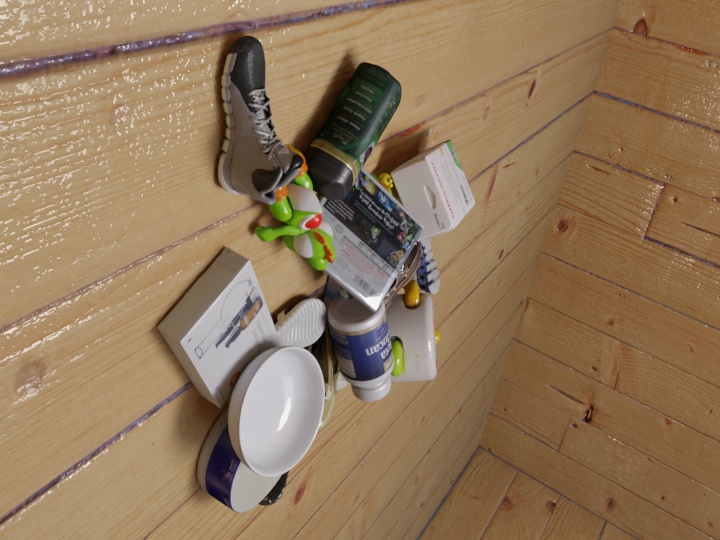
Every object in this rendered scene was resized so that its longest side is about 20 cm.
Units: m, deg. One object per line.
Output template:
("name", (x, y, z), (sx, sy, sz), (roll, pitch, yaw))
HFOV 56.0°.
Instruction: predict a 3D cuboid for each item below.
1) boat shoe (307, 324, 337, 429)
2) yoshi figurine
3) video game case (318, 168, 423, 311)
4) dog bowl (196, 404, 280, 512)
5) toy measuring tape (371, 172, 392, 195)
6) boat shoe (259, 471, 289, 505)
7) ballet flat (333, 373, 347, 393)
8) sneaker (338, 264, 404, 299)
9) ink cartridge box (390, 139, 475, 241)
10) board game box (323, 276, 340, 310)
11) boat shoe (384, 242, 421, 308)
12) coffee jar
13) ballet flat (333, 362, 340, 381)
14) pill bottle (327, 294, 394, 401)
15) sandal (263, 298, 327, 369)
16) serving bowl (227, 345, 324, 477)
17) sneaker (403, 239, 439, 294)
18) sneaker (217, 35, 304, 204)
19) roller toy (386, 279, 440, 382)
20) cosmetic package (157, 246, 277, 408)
("boat shoe", (-0.082, 0.199, 1.280), (0.064, 0.071, 0.205), (65, 31, -51))
("yoshi figurine", (-0.102, -0.085, 1.021), (0.114, 0.110, 0.202), (-98, 169, -46))
("video game case", (0.000, -0.062, 1.168), (0.199, 0.023, 0.184), (39, 73, -25))
("dog bowl", (-0.193, 0.315, 1.193), (0.200, 0.078, 0.203), (-47, 151, -37))
("toy measuring tape", (0.007, -0.101, 1.234), (0.202, 0.072, 0.074), (-55, 155, -24))
("boat shoe", (-0.161, 0.364, 1.334), (0.202, 0.075, 0.074), (-62, -174, -31))
("ballet flat", (-0.027, 0.200, 1.461), (0.203, 0.062, 0.069), (-63, 159, -7))
("sneaker", (0.038, -0.015, 1.247), (0.201, 0.095, 0.079), (-53, -169, -26))
("ink cartridge box", (0.147, -0.162, 1.340), (0.148, 0.082, 0.200), (66, 27, -10))
("board game box", (0.000, 0.000, 1.359), (0.199, 0.036, 0.155), (-26, 134, -55))
("boat shoe", (0.060, 0.010, 1.361), (0.202, 0.069, 0.071), (-58, 160, -16))
("coffee jar", (-0.016, -0.211, 1.049), (0.203, 0.084, 0.104), (-61, 175, -12))
("ballet flat", (-0.028, 0.149, 1.406), (0.202, 0.068, 0.070), (-57, 156, -21))
("pill bottle", (0.006, 0.148, 1.292), (0.111, 0.109, 0.204), (-44, 135, -39))
("sandal", (-0.125, 0.101, 1.176), (0.202, 0.049, 0.085), (-31, 124, -55))
("serving bowl", (-0.142, 0.217, 1.077), (0.198, 0.065, 0.206), (-13, 106, -52))
("sneaker", (0.100, -0.043, 1.486), (0.080, 0.113, 0.205), (-20, 101, -62))
("sneaker", (-0.113, -0.176, 0.841), (0.075, 0.114, 0.204), (-34, 143, -49))
("roller toy", (0.104, 0.141, 1.450), (0.183, 0.136, 0.205), (72, 16, -63))
("cosmetic package", (-0.201, 0.089, 0.993), (0.152, 0.051, 0.202), (-51, 154, -26))
